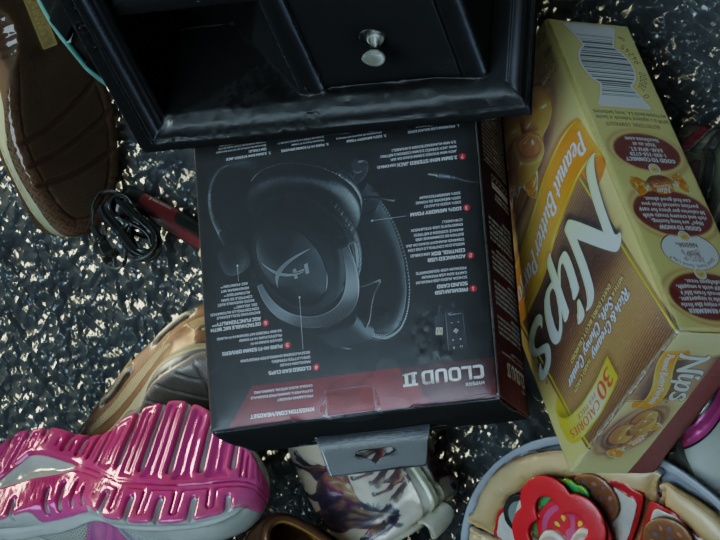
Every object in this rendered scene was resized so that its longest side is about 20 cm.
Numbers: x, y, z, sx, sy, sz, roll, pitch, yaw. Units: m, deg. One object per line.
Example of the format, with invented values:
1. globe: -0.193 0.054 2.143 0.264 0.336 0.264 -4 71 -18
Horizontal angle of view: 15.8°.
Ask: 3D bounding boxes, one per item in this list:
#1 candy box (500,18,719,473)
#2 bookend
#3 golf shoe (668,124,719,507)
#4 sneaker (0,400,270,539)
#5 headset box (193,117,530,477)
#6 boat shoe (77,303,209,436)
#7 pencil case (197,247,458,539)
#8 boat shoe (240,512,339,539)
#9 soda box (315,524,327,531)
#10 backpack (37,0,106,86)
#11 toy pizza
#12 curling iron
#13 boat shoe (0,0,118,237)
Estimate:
1. candy box: 0.119 -0.013 1.291 0.116 0.055 0.201 -59 38 43
2. bookend: -0.035 -0.156 1.199 0.199 0.199 0.092 -4 55 15
3. golf shoe: 0.198 0.027 1.302 0.092 0.073 0.201 3 96 28
4. sneaker: -0.120 0.131 1.425 0.199 0.082 0.088 -6 136 40
5. headset box: 0.000 0.000 1.292 0.148 0.077 0.201 -8 77 14
6. boat shoe: -0.116 0.087 1.493 0.076 0.072 0.200 30 133 -21
7. pencil case: -0.015 0.054 1.402 0.089 0.078 0.201 -12 104 60
8. boat shoe: 0.010 0.205 1.364 0.200 0.072 0.068 43 155 10
9. soda box: -0.094 0.204 1.490 0.199 0.063 0.069 -20 84 29
10. backpack: -0.070 -0.180 1.388 0.176 0.153 0.200 44 101 19
11. toy pizza: 0.131 0.179 1.341 0.199 0.032 0.201 18 123 30
12. curling iron: -0.068 0.006 1.475 0.199 0.026 0.050 24 76 16
13. boat shoe: -0.199 -0.116 1.527 0.075 0.074 0.203 -13 91 57
